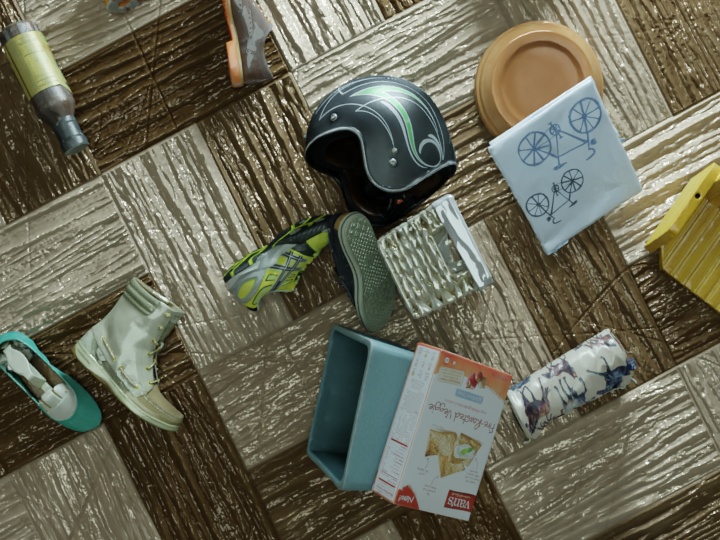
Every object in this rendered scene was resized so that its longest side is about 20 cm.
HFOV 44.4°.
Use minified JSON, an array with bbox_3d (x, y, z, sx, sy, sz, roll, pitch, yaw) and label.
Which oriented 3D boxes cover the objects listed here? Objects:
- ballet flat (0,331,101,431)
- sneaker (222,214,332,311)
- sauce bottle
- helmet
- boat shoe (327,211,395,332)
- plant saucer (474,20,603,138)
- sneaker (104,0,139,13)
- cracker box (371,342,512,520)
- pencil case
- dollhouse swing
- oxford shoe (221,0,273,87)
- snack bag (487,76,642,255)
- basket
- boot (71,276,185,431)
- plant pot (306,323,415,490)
[{"bbox_3d":[-0.473,0.171,1.315,0.200,0.070,0.067,44,90,0],"label":"ballet flat"},{"bbox_3d":[-0.106,-0.015,1.321,0.198,0.076,0.077,-31,104,7],"label":"sneaker"},{"bbox_3d":[-0.470,-0.270,1.321,0.064,0.065,0.203,-25,91,0],"label":"sauce bottle"},{"bbox_3d":[0.025,-0.181,1.257,0.199,0.200,0.192,-35,80,0],"label":"helmet"},{"bbox_3d":[0.000,0.000,1.298,0.074,0.062,0.203,-35,124,-26],"label":"boat shoe"},{"bbox_3d":[0.271,-0.277,1.329,0.196,0.037,0.204,0,90,1],"label":"plant saucer"},{"bbox_3d":[-0.316,-0.471,1.305,0.198,0.078,0.078,-34,79,13],"label":"sneaker"},{"bbox_3d":[0.109,0.212,1.154,0.132,0.057,0.203,20,86,-33],"label":"cracker box"},{"bbox_3d":[0.308,0.173,1.307,0.198,0.078,0.090,-30,75,0],"label":"pencil case"},{"bbox_3d":[0.555,-0.042,1.258,0.199,0.176,0.183,36,90,-1],"label":"dollhouse swing"},{"bbox_3d":[-0.168,-0.379,1.318,0.071,0.071,0.204,-5,102,-5],"label":"oxford shoe"},{"bbox_3d":[0.310,-0.153,1.315,0.187,0.021,0.202,-34,107,0],"label":"snack bag"},{"bbox_3d":[0.103,-0.018,1.251,0.122,0.200,0.137,-27,90,5],"label":"basket"},{"bbox_3d":[-0.309,0.126,1.316,0.199,0.072,0.155,41,88,1],"label":"boot"},{"bbox_3d":[0.056,0.201,1.257,0.196,0.195,0.200,12,90,-17],"label":"plant pot"}]
